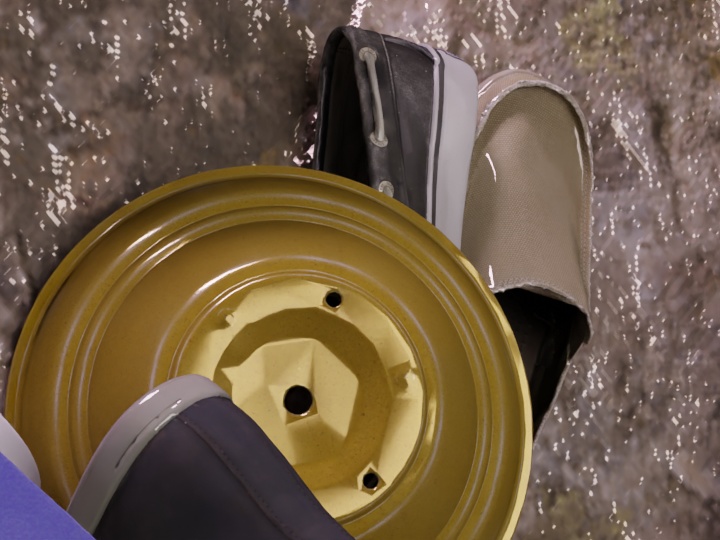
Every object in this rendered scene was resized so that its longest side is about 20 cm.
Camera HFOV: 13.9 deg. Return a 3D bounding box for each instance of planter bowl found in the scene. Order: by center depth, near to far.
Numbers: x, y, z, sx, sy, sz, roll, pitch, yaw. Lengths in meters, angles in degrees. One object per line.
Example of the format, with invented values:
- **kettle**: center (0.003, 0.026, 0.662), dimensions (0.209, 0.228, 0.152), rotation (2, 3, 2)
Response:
- **planter bowl**: center (-0.027, 0.052, 1.065), dimensions (0.200, 0.083, 0.200), rotation (2, 80, -9)

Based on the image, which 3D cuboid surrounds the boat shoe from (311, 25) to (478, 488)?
- **boat shoe**: center (0.000, 0.000, 1.159), dimensions (0.064, 0.071, 0.200), rotation (17, 64, -29)

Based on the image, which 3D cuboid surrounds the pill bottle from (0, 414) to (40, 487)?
- **pill bottle**: center (-0.191, 0.122, 0.964), dimensions (0.111, 0.111, 0.200), rotation (49, 56, -16)

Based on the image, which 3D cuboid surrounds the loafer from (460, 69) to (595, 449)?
- **loafer**: center (0.063, 0.008, 1.197), dimensions (0.076, 0.068, 0.200), rotation (24, 66, -29)

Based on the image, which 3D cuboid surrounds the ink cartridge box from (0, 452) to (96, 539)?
- **ink cartridge box**: center (-0.198, 0.090, 0.892), dimensions (0.198, 0.047, 0.200), rotation (40, 62, 21)

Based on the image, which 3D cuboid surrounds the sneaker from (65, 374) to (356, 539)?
- **sneaker**: center (-0.062, 0.141, 0.992), dimensions (0.075, 0.200, 0.106), rotation (-23, 55, -43)
